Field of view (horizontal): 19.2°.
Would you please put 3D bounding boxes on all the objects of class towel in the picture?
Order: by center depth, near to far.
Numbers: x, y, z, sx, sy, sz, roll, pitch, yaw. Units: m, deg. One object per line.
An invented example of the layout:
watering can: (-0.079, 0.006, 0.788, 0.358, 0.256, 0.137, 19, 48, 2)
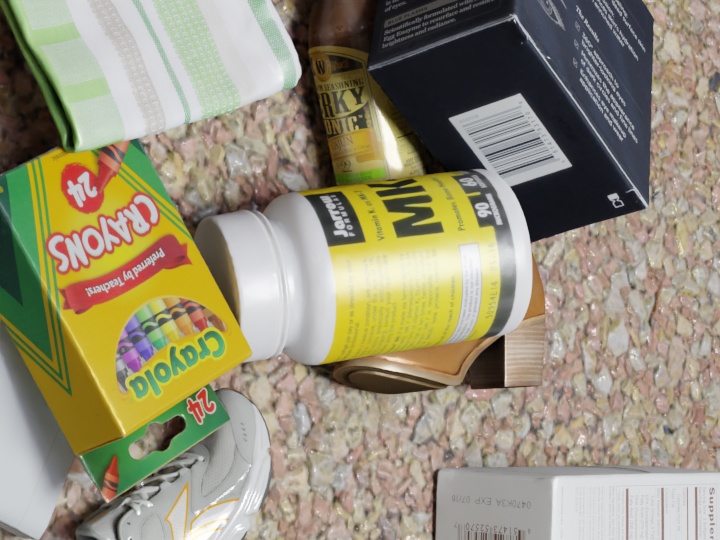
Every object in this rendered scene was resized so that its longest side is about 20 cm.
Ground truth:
towel: (-0.131, -0.160, 1.311, 0.200, 0.031, 0.149, -24, 87, -47)

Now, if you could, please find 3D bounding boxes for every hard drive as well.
hard drive: (-0.242, 0.058, 1.235, 0.200, 0.026, 0.132, 35, 65, -38)

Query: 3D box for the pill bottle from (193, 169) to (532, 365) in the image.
pill bottle: (0.000, 0.000, 1.376, 0.200, 0.114, 0.114, -8, 95, -22)

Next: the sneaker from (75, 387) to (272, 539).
sneaker: (-0.125, 0.155, 1.314, 0.092, 0.076, 0.200, 36, 63, -32)

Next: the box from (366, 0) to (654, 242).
box: (0.110, -0.158, 1.468, 0.197, 0.117, 0.200, 50, 35, -37)

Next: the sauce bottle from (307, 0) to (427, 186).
sauce bottle: (-0.002, -0.135, 1.450, 0.065, 0.065, 0.200, -21, 101, -42)

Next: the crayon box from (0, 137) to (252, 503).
crayon box: (-0.147, 0.021, 1.267, 0.127, 0.051, 0.200, -33, 97, -48)

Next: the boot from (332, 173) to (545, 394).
boot: (0.051, 0.008, 1.496, 0.200, 0.074, 0.155, 2, 83, -47)

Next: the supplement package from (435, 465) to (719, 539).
supplement package: (0.164, 0.203, 1.557, 0.200, 0.117, 0.117, 5, 85, -44)
